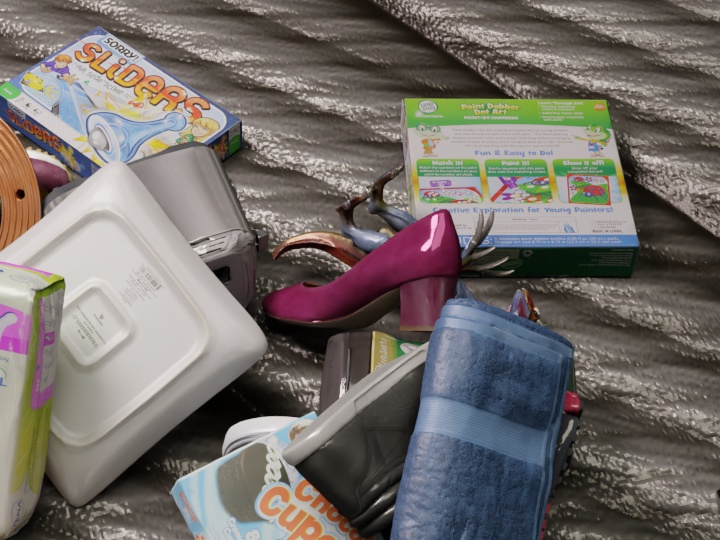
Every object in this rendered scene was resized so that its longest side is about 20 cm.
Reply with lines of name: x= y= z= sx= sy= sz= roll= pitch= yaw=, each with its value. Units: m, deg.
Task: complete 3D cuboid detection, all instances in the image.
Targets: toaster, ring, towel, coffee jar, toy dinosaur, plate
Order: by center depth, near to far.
towel: x=0.084 y=0.126 z=1.113 sx=0.111 sy=0.048 sz=0.201 roll=22 pitch=69 yaw=-25
plate: x=-0.206 y=0.044 z=1.255 sx=0.200 sy=0.032 sz=0.200 roll=-39 pitch=81 yaw=-6
coffee jar: x=0.067 y=0.104 z=1.276 sx=0.198 sy=0.086 sz=0.105 roll=4 pitch=54 yaw=0
toaster: x=-0.179 y=-0.014 z=1.355 sx=0.199 sy=0.114 sz=0.129 roll=-21 pitch=53 yaw=-20
ring: x=-0.355 y=-0.049 z=1.355 sx=0.199 sy=0.202 sz=0.019 roll=17 pitch=6 yaw=12
toy dinosaur: x=0.060 y=0.001 z=1.377 sx=0.182 sy=0.199 sz=0.105 roll=57 pitch=36 yaw=-4

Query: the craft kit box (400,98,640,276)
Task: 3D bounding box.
craft kit box: x=0.140 y=-0.079 z=1.483 sx=0.198 sy=0.049 sz=0.198 roll=0 pitch=49 yaw=-3

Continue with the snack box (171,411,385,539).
snack box: x=-0.036 y=0.214 z=1.149 sx=0.116 sy=0.037 sz=0.201 roll=-25 pitch=78 yaw=-24

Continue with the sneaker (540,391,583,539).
sneaker: x=0.098 y=0.175 z=1.185 sx=0.074 sy=0.081 sz=0.201 roll=19 pitch=73 yaw=2

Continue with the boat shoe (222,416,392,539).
boat shoe: x=-0.015 y=0.170 z=1.226 sx=0.199 sy=0.072 sz=0.068 roll=18 pitch=46 yaw=4

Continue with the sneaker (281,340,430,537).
sneaker: x=0.031 y=0.121 z=1.174 sx=0.099 sy=0.071 sz=0.200 roll=55 pitch=42 yaw=-1

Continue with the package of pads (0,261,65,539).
package of pads: x=-0.303 y=0.087 z=1.202 sx=0.153 sy=0.201 sz=0.068 roll=13 pitch=13 yaw=10

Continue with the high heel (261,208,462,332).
high heel: x=0.000 y=0.000 z=1.326 sx=0.199 sy=0.097 sz=0.067 roll=1 pitch=-3 yaw=35

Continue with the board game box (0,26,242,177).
board game box: x=-0.227 y=-0.143 z=1.525 sx=0.199 sy=0.035 sz=0.135 roll=33 pitch=54 yaw=25

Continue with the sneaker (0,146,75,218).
sneaker: x=-0.349 y=-0.054 z=1.417 sx=0.198 sy=0.075 sz=0.091 roll=-1 pitch=55 yaw=4

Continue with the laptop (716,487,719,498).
laptop: x=0.378 y=0.254 z=1.208 sx=0.186 sy=0.116 sz=0.201 roll=-1 pitch=75 yaw=-3
